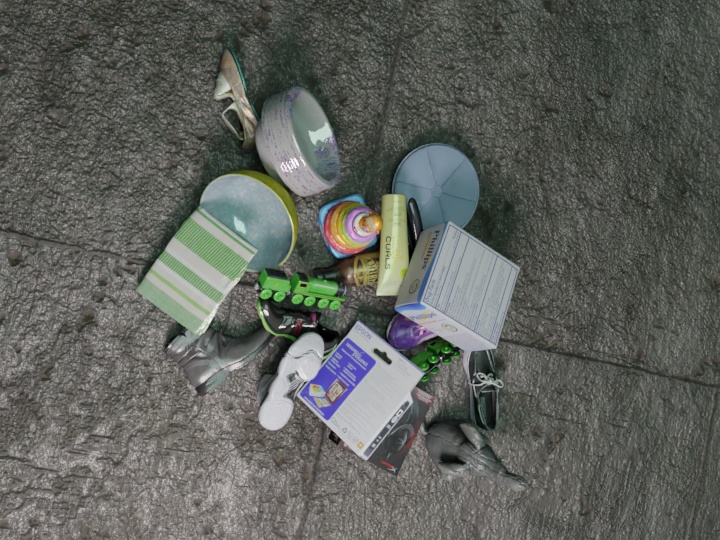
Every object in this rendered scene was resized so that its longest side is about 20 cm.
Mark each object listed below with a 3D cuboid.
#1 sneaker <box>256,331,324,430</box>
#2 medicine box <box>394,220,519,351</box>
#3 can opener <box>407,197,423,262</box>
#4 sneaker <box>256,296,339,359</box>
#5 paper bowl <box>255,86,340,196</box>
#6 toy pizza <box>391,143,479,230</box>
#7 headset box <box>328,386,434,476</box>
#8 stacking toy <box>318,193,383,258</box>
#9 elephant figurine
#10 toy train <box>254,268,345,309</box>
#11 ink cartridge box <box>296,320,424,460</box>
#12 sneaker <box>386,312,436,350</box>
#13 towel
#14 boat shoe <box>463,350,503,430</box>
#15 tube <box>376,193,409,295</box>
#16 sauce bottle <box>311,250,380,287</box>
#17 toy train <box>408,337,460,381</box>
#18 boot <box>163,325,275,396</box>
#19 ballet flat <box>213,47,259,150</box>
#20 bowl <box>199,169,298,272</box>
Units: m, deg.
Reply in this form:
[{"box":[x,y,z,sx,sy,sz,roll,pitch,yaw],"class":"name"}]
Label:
[{"box":[-0.144,0.205,1.533,0.075,0.115,0.202,30,85,-17],"class":"sneaker"},{"box":[0.195,0.035,1.569,0.199,0.103,0.184,30,67,-21],"class":"medicine box"},{"box":[0.115,-0.055,1.642,0.079,0.063,0.202,-46,120,-55],"class":"can opener"},{"box":[-0.121,0.098,1.545,0.199,0.077,0.084,34,117,-31],"class":"sneaker"},{"box":[-0.127,-0.240,1.507,0.103,0.201,0.203,-16,98,21],"class":"paper bowl"},{"box":[0.158,-0.168,1.675,0.197,0.032,0.203,-2,97,-15],"class":"toy pizza"},{"box":[0.048,0.294,1.623,0.148,0.077,0.202,31,82,-17],"class":"headset box"},{"box":[-0.001,-0.088,1.536,0.109,0.200,0.117,-23,98,-17],"class":"stacking toy"},{"box":[0.225,0.375,1.619,0.153,0.200,0.144,-9,94,-18],"class":"elephant figurine"},{"box":[-0.111,0.034,1.513,0.198,0.042,0.057,11,122,-36],"class":"toy train"},{"box":[0.003,0.231,1.549,0.201,0.198,0.043,-50,145,-5],"class":"ink cartridge box"},{"box":[0.149,0.107,1.650,0.198,0.088,0.081,-23,99,-16],"class":"sneaker"},{"box":[-0.303,0.000,1.475,0.152,0.023,0.201,36,94,0],"class":"towel"},{"box":[0.267,0.244,1.701,0.073,0.068,0.202,1,90,-19],"class":"boat shoe"},{"box":[0.069,-0.051,1.582,0.057,0.052,0.203,-1,88,25],"class":"tube"},{"box":[0.000,0.000,1.610,0.198,0.065,0.066,-12,95,-18],"class":"sauce bottle"},{"box":[0.174,0.166,1.655,0.199,0.056,0.042,-32,131,-34],"class":"toy train"},{"box":[-0.269,0.133,1.519,0.199,0.070,0.132,-38,96,-20],"class":"boot"},{"box":[-0.243,-0.327,1.521,0.067,0.068,0.202,-23,97,-14],"class":"ballet flat"},{"box":[-0.196,-0.109,1.506,0.201,0.199,0.108,54,32,-12],"class":"bowl"}]
